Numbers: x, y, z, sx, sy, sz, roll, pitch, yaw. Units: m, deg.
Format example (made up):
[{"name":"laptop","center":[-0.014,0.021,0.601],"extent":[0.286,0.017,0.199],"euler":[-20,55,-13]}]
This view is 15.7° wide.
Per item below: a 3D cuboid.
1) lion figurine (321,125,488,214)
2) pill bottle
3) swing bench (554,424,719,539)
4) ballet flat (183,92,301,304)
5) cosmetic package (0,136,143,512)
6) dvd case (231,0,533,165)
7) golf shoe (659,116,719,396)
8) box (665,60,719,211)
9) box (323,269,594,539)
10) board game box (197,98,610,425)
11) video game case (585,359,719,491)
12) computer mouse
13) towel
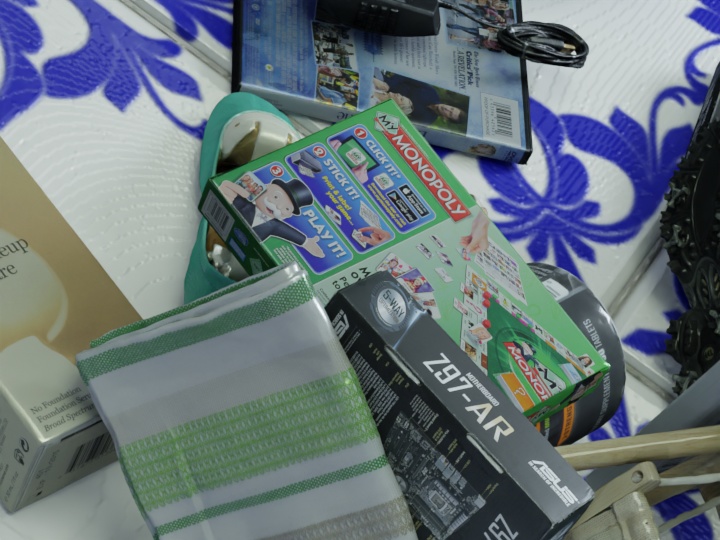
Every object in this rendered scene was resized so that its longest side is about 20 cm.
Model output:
[{"name":"lion figurine","center":[0.000,0.000,1.501],"extent":[0.072,0.123,0.200],"euler":[8,48,30]},{"name":"pill bottle","center":[0.047,0.078,1.452],"extent":[0.199,0.106,0.106],"euler":[-27,68,-37]},{"name":"swing bench","center":[0.179,0.183,1.365],"extent":[0.198,0.130,0.200],"euler":[-16,59,-3]},{"name":"ballet flat","center":[-0.060,-0.043,1.520],"extent":[0.067,0.071,0.201],"euler":[18,48,-14]},{"name":"cosmetic package","center":[-0.197,0.019,1.405],"extent":[0.105,0.071,0.200],"euler":[-27,69,-38]},{"name":"dvd case","center":[0.014,-0.145,1.673],"extent":[0.198,0.018,0.143],"euler":[12,49,-16]},{"name":"golf shoe","center":[0.239,0.002,1.617],"extent":[0.094,0.077,0.202],"euler":[19,69,-36]},{"name":"box","center":[0.313,-0.055,1.720],"extent":[0.199,0.050,0.158],"euler":[28,48,-2]},{"name":"box","center":[0.006,0.125,1.326],"extent":[0.160,0.200,0.043],"euler":[46,37,15]},{"name":"board game box","center":[0.023,0.009,1.402],"extent":[0.134,0.029,0.200],"euler":[-25,67,-35]},{"name":"video game case","center":[0.248,0.074,1.484],"extent":[0.181,0.200,0.023],"euler":[-6,65,-29]},{"name":"computer mouse","center":[0.056,-0.158,1.675],"extent":[0.199,0.034,0.059],"euler":[16,32,-19]},{"name":"towel","center":[-0.051,0.110,1.304],"extent":[0.031,0.148,0.201],"euler":[-27,96,-58]}]
